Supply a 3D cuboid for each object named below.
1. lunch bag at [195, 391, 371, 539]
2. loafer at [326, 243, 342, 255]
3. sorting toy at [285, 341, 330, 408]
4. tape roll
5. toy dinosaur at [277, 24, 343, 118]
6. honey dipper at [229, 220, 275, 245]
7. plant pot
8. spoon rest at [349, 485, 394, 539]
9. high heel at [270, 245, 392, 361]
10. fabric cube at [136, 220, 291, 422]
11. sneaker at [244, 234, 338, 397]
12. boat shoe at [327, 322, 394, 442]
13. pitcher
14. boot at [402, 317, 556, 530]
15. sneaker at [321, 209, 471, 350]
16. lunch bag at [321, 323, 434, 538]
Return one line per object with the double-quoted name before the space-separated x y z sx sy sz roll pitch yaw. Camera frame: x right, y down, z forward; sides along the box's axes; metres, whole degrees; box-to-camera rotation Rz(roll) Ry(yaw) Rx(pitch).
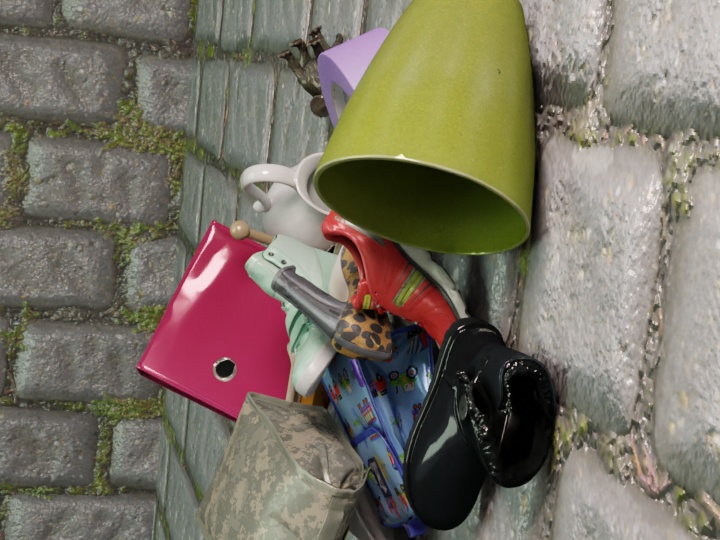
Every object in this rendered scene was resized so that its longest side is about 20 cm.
"lunch bag" -0.070 0.246 1.431 0.165 0.117 0.200 -66 31 15
"loafer" 0.000 0.000 1.572 0.200 0.069 0.076 174 115 -75
"sorting toy" -0.041 0.163 1.630 0.185 0.036 0.202 -25 -57 -62
"tape roll" 0.028 -0.131 1.364 0.200 0.065 0.202 156 90 -82
"toy dinosaur" -0.052 -0.259 1.836 0.200 0.076 0.103 -89 -25 -69
"honey dipper" -0.073 -0.022 1.644 0.038 0.199 0.038 -18 64 42
"plant pot" 0.073 -0.143 1.194 0.187 0.186 0.202 137 149 -69
"spoon rest" 0.008 0.285 1.480 0.099 0.060 0.202 40 -139 -49
"high heel" 0.025 0.025 1.391 0.142 0.199 0.072 38 130 27
"fabric cube" -0.148 0.080 1.748 0.201 0.195 0.200 -63 4 -9
"sneaker" -0.075 0.043 1.444 0.074 0.117 0.201 -59 11 36
"boat shoe" 0.004 0.138 1.587 0.062 0.071 0.202 -73 0 -69
"pitcher" -0.074 -0.083 1.701 0.200 0.170 0.122 139 138 -68
"boot" 0.097 0.150 1.180 0.168 0.076 0.202 -128 50 -74
"sneaker" 0.034 0.019 1.307 0.201 0.085 0.077 54 168 3
"lunch bag" 0.037 0.171 1.430 0.151 0.093 0.202 128 129 -68
